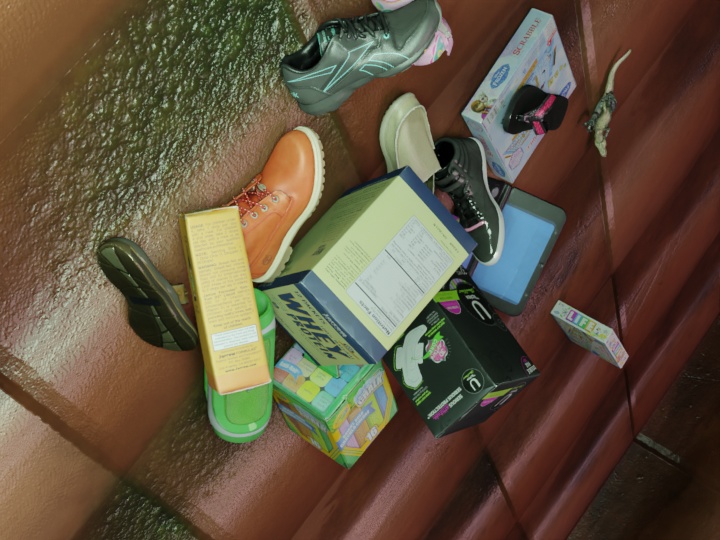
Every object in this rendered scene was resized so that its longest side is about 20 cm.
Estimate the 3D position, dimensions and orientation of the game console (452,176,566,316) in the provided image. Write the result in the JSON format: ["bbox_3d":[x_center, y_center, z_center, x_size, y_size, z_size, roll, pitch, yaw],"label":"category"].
[{"bbox_3d":[0.220,-0.037,1.741,0.175,0.116,0.201,6,110,-58],"label":"game console"}]

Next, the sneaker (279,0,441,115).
[{"bbox_3d":[0.000,-0.252,1.212,0.199,0.076,0.079,-32,134,11],"label":"sneaker"}]

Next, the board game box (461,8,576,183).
[{"bbox_3d":[0.250,-0.266,1.660,0.201,0.041,0.200,-56,149,-8],"label":"board game box"}]

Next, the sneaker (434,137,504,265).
[{"bbox_3d":[0.146,-0.104,1.552,0.099,0.070,0.202,6,68,-48],"label":"sneaker"}]

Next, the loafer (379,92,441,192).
[{"bbox_3d":[0.075,-0.153,1.468,0.076,0.068,0.201,-41,145,-28],"label":"loafer"}]

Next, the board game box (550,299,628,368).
[{"bbox_3d":[0.490,0.138,2.280,0.034,0.134,0.200,-56,150,-5],"label":"board game box"}]

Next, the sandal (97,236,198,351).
[{"bbox_3d":[-0.227,0.024,1.183,0.201,0.081,0.055,68,36,-46],"label":"sandal"}]

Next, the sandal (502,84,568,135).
[{"bbox_3d":[0.280,-0.241,1.639,0.199,0.045,0.076,-11,125,-53],"label":"sandal"}]

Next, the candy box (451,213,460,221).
[{"bbox_3d":[0.075,0.015,1.622,0.136,0.061,0.201,-29,137,-41],"label":"candy box"}]

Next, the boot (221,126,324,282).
[{"bbox_3d":[-0.113,-0.078,1.254,0.107,0.075,0.201,5,113,-52],"label":"boot"}]

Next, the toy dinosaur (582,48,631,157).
[{"bbox_3d":[0.439,-0.294,1.919,0.088,0.047,0.201,-42,148,-54],"label":"toy dinosaur"}]

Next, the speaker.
[{"bbox_3d":[-0.152,0.121,1.352,0.088,0.088,0.201,-31,139,-39],"label":"speaker"}]

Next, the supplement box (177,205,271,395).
[{"bbox_3d":[-0.152,0.030,1.188,0.068,0.066,0.202,-14,98,-17],"label":"supplement box"}]

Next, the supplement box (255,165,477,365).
[{"bbox_3d":[0.000,0.000,1.329,0.200,0.134,0.200,-48,-167,-20],"label":"supplement box"}]

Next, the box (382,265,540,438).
[{"bbox_3d":[0.124,0.108,1.487,0.124,0.201,0.148,-44,158,27],"label":"box"}]

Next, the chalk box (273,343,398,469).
[{"bbox_3d":[-0.043,0.165,1.514,0.124,0.124,0.201,-48,147,-20],"label":"chalk box"}]

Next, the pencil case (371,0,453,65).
[{"bbox_3d":[0.052,-0.328,1.266,0.088,0.087,0.200,-52,148,-13],"label":"pencil case"}]
